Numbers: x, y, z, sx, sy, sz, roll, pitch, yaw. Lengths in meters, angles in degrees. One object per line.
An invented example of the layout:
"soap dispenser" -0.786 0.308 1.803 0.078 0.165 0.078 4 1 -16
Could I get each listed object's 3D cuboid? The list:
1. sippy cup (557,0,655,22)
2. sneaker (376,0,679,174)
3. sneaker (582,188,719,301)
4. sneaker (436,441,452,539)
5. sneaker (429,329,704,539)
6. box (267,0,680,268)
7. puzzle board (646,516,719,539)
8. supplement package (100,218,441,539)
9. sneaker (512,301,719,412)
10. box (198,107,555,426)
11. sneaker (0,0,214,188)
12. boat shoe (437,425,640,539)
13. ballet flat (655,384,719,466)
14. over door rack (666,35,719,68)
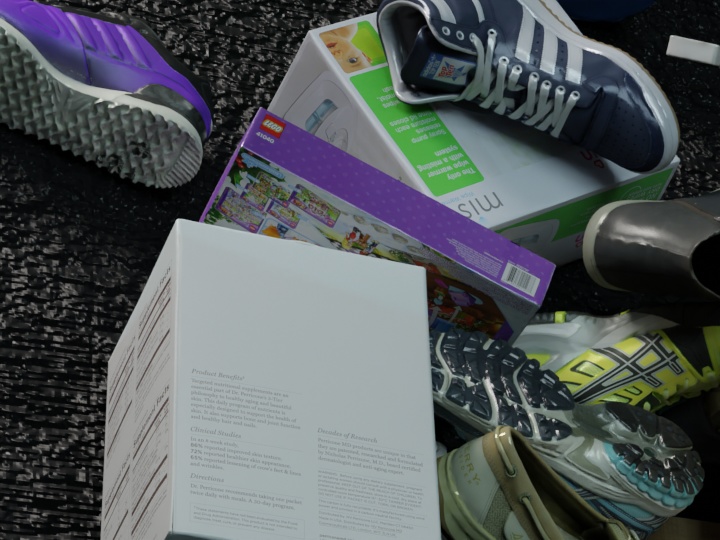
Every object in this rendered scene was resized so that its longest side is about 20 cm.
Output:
"sippy cup" 0.167 -0.252 1.831 0.140 0.177 0.131 44 40 -54
"sneaker" 0.096 -0.116 1.595 0.200 0.070 0.108 42 42 20
"sneaker" 0.244 -0.011 1.579 0.199 0.106 0.075 -10 104 -32
"sneaker" 0.037 0.175 1.478 0.090 0.067 0.201 -10 63 -34
"sneaker" 0.098 0.109 1.516 0.199 0.087 0.078 27 33 -11
"box" 0.071 -0.081 1.671 0.199 0.097 0.177 -18 62 -36
"puzzle board" 0.196 0.237 1.542 0.150 0.017 0.201 10 53 -20
"supplement package" -0.053 0.106 1.431 0.151 0.151 0.201 11 52 -17
"sneaker" 0.175 0.064 1.597 0.198 0.075 0.077 -6 76 12
"box" 0.000 0.000 1.546 0.199 0.137 0.039 28 49 -4
"sneaker" -0.179 -0.132 1.613 0.199 0.070 0.100 30 41 -8
"boat shoe" 0.124 0.157 1.472 0.200 0.063 0.073 40 32 -26
"ballet flat" 0.283 0.099 1.652 0.199 0.073 0.073 8 52 -21
"over door rack" 0.265 -0.060 1.680 0.066 0.149 0.199 14 4 42
